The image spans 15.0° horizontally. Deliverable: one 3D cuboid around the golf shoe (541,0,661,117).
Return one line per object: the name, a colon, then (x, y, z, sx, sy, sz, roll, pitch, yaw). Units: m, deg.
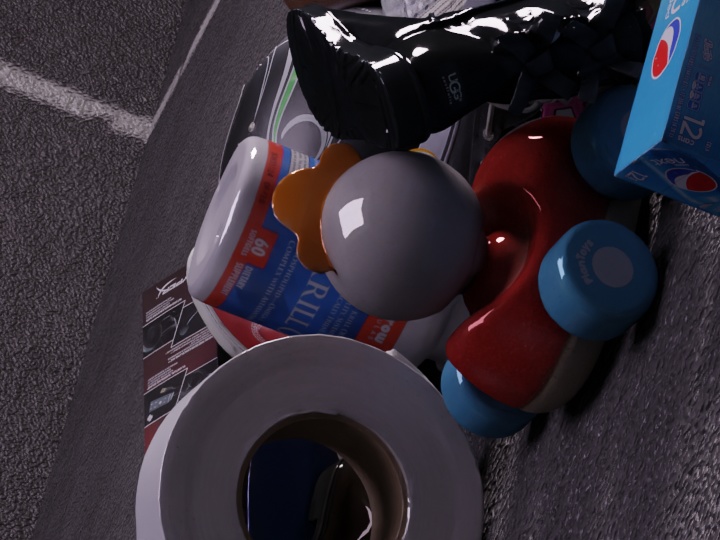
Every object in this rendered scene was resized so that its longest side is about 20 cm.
golf shoe: (0.124, -0.144, 1.687, 0.200, 0.092, 0.073, 120, 165, -45)

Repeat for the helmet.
helmet: (0.005, -0.091, 1.910, 0.200, 0.199, 0.191, 125, 165, -51)

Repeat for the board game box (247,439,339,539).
board game box: (-0.052, 0.184, 1.753, 0.200, 0.039, 0.159, 12, -109, -70)

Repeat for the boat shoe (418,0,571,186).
boat shoe: (0.087, -0.111, 1.622, 0.074, 0.068, 0.200, -34, -31, -55)

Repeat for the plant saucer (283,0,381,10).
plant saucer: (0.042, -0.198, 1.977, 0.200, 0.200, 0.035, 144, 120, -71)

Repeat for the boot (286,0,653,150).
boot: (0.061, -0.125, 1.522, 0.198, 0.162, 0.074, -148, 42, -65)

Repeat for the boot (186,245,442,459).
boot: (-0.027, 0.032, 1.858, 0.072, 0.200, 0.144, -42, -5, -32)

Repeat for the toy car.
toy car: (0.050, -0.027, 1.538, 0.184, 0.199, 0.177, 131, 158, -59)

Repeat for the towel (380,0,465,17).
towel: (0.069, -0.229, 1.778, 0.200, 0.034, 0.193, -40, 49, 45)

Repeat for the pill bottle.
pill bottle: (0.000, 0.000, 1.731, 0.112, 0.199, 0.113, -159, 90, -80)

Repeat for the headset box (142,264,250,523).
headset box: (-0.080, 0.109, 1.952, 0.077, 0.149, 0.200, -30, 44, 27)

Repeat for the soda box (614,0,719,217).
soda box: (0.193, -0.135, 1.400, 0.068, 0.064, 0.201, 138, 151, -68)

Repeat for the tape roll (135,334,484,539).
tape roll: (-0.030, 0.141, 1.619, 0.071, 0.202, 0.203, 139, 150, -69)

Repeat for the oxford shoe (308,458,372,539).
oxford shoe: (0.007, 0.187, 1.703, 0.084, 0.073, 0.201, -37, 38, 40)
